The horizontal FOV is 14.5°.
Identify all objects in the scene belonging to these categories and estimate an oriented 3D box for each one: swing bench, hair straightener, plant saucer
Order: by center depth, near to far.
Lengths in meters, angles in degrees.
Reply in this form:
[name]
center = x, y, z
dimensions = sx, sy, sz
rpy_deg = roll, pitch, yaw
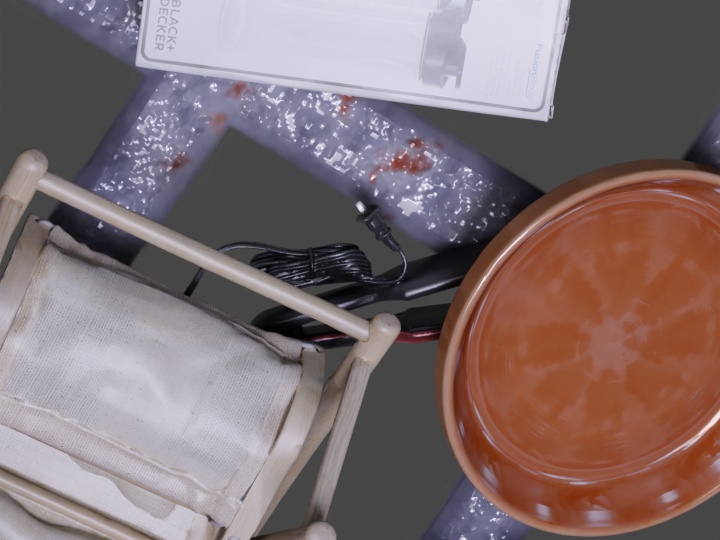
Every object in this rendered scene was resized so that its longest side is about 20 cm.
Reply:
[swing bench]
center = -0.119, 0.074, 1.350
dimensions = 0.198, 0.130, 0.200
rpy_deg = 26, 147, -12
[plant saucer]
center = 0.129, 0.037, 1.384
dimensions = 0.200, 0.032, 0.201
rpy_deg = -9, 118, -17
[hair straightener]
center = 0.000, 0.000, 1.393
dimensions = 0.199, 0.041, 0.077
rpy_deg = -7, 110, 5

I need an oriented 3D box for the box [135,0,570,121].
[box]
center = 0.000, -0.143, 1.325
dimensions = 0.199, 0.060, 0.117
rpy_deg = 6, 109, -4
